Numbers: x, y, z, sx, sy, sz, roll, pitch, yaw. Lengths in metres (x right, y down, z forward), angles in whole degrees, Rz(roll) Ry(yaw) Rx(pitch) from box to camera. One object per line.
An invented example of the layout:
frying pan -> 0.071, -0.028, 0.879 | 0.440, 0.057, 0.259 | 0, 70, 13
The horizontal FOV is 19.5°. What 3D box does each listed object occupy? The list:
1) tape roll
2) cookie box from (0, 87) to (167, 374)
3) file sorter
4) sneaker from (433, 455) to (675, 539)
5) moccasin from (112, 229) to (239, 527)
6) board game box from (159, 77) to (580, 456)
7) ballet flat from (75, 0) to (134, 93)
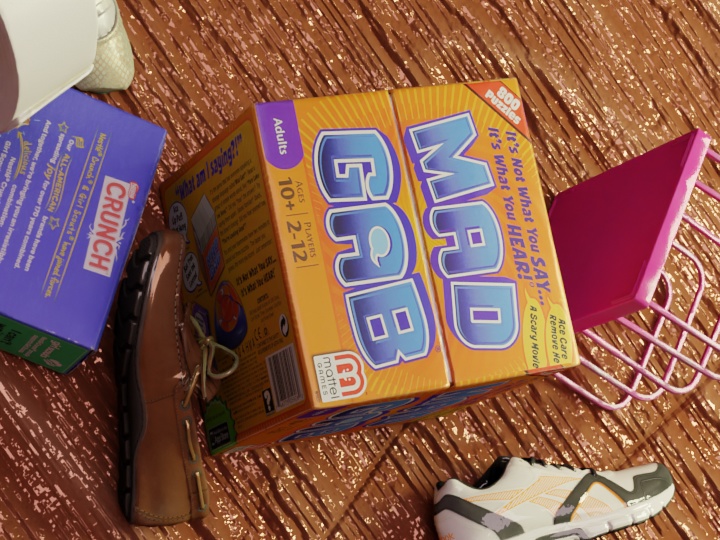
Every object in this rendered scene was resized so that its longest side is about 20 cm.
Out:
tape roll -> -0.254, -0.185, 1.296 | 0.071, 0.202, 0.203 | -40, 94, -31
cookie box -> -0.252, -0.048, 1.411 | 0.198, 0.075, 0.173 | 23, 68, -16
file sorter -> 0.217, 0.011, 1.533 | 0.125, 0.200, 0.140 | 31, 67, -16
sneaker -> 0.142, 0.165, 1.532 | 0.198, 0.074, 0.081 | -14, 81, -26
moccasin -> -0.124, 0.073, 1.406 | 0.077, 0.074, 0.204 | -3, 98, -16
board game box -> 0.000, 0.000, 1.439 | 0.198, 0.200, 0.202 | -8, 81, -25
ballet flat -> -0.219, -0.215, 1.473 | 0.067, 0.062, 0.201 | -33, 92, -26
